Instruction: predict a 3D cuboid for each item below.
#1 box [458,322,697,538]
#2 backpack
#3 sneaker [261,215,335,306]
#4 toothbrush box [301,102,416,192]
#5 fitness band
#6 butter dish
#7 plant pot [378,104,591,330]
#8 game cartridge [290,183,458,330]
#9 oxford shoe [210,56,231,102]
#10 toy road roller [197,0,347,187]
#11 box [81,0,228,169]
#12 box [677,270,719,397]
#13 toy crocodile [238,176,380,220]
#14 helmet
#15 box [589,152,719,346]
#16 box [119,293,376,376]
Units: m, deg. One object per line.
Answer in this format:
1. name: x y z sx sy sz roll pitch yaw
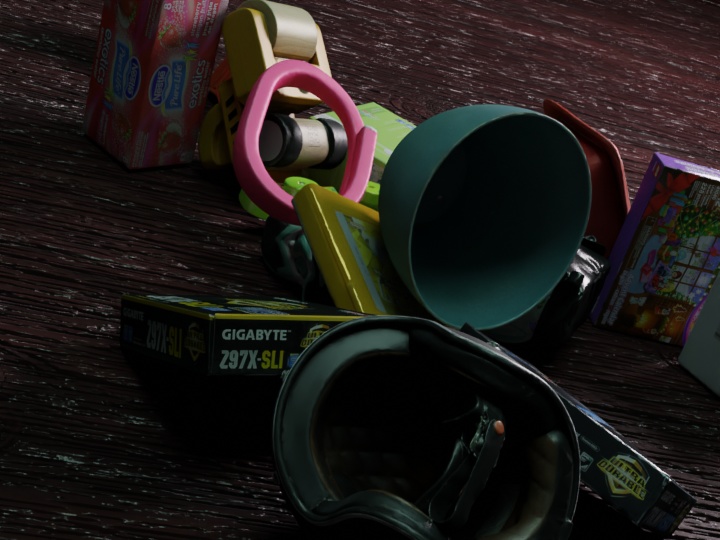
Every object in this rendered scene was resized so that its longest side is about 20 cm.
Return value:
1. box: 0.173 0.133 0.974 0.198 0.050 0.200 37 2 26
2. backpack: 0.144 -0.004 1.238 0.198 0.128 0.167 27 15 16
3. sneaker: 0.000 0.000 1.186 0.138 0.079 0.200 1 32 -32
4. toothbrush box: 0.041 -0.111 1.416 0.198 0.087 0.145 31 29 23
5. fitness band: -0.055 -0.128 1.210 0.142 0.037 0.202 28 48 -19
6. butter dish: 0.223 -0.071 1.400 0.146 0.202 0.200 -21 29 -7
7. plant pot: 0.093 -0.066 1.098 0.197 0.203 0.135 1 22 -32
8. game cartridge: 0.033 0.024 1.094 0.175 0.032 0.202 21 35 -48
9. oxford shoe: -0.151 -0.234 1.564 0.072 0.071 0.201 40 14 -26
10. toy road roller: -0.114 -0.187 1.341 0.144 0.204 0.122 -14 -5 34
11. box: -0.228 -0.225 1.316 0.099 0.203 0.095 36 32 32
12. box: 0.471 0.059 1.311 0.197 0.154 0.106 -3 33 -37
13. toy crocodile: -0.034 -0.067 1.294 0.196 0.069 0.062 3 25 -21
14. helmet: 0.036 0.130 0.837 0.198 0.204 0.189 -6 9 -41
15. box: 0.349 -0.018 1.318 0.134 0.203 0.039 12 27 -12
16. box: -0.089 0.050 0.970 0.157 0.050 0.199 0 3 -30
